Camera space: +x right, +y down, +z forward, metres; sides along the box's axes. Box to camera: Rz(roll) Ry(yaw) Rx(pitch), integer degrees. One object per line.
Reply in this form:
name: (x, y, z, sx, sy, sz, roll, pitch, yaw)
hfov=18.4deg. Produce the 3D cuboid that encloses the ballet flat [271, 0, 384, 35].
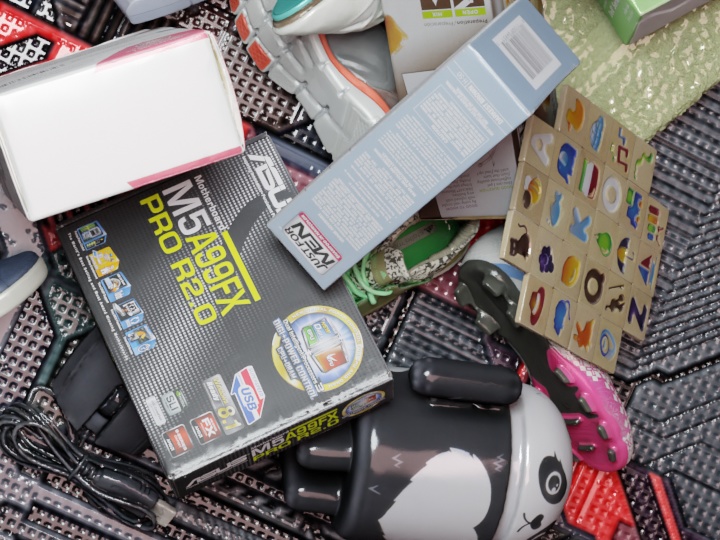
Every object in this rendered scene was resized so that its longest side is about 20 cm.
ballet flat: (0.004, -0.203, 1.497, 0.069, 0.069, 0.200, 39, 45, -11)

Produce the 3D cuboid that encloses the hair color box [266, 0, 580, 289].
hair color box: (0.039, -0.080, 1.416, 0.061, 0.099, 0.200, 49, 125, -3)

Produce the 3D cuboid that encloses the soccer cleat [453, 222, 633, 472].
soccer cleat: (0.147, 0.049, 1.581, 0.086, 0.070, 0.200, -48, 113, -34)

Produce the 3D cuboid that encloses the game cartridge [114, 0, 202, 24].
game cartridge: (-0.100, -0.259, 1.499, 0.200, 0.041, 0.133, -36, 73, -8)

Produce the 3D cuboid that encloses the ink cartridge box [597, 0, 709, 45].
ink cartridge box: (0.185, -0.274, 1.542, 0.117, 0.067, 0.200, -29, 79, -7)

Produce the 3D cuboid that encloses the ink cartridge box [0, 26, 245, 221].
ink cartridge box: (-0.167, -0.099, 1.439, 0.146, 0.200, 0.083, -19, 100, -10)

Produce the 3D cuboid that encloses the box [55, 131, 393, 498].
box: (-0.091, 0.027, 1.472, 0.160, 0.044, 0.200, -24, 68, -7)

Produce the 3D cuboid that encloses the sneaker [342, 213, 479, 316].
sneaker: (0.000, 0.000, 1.527, 0.200, 0.089, 0.077, -35, 97, -16)

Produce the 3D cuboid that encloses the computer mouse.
computer mouse: (-0.146, 0.070, 1.526, 0.138, 0.053, 0.200, 33, 86, -11)

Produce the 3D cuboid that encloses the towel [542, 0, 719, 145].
towel: (0.187, -0.168, 1.594, 0.200, 0.036, 0.148, -42, 101, -8)

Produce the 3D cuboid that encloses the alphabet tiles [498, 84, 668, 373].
alphabet tiles: (0.156, -0.026, 1.526, 0.200, 0.006, 0.167, 28, 71, -51)

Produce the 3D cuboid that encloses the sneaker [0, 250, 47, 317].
sneaker: (-0.310, 0.011, 1.477, 0.199, 0.075, 0.085, -21, 101, -10)

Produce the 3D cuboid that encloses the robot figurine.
robot figurine: (0.047, 0.131, 1.533, 0.199, 0.150, 0.125, 7, 79, -12)

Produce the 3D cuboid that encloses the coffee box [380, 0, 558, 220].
coffee box: (0.075, -0.146, 1.495, 0.079, 0.114, 0.201, -1, 112, 23)

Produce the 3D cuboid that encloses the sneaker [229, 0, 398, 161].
sneaker: (-0.019, -0.158, 1.545, 0.082, 0.077, 0.200, -32, 93, -40)
